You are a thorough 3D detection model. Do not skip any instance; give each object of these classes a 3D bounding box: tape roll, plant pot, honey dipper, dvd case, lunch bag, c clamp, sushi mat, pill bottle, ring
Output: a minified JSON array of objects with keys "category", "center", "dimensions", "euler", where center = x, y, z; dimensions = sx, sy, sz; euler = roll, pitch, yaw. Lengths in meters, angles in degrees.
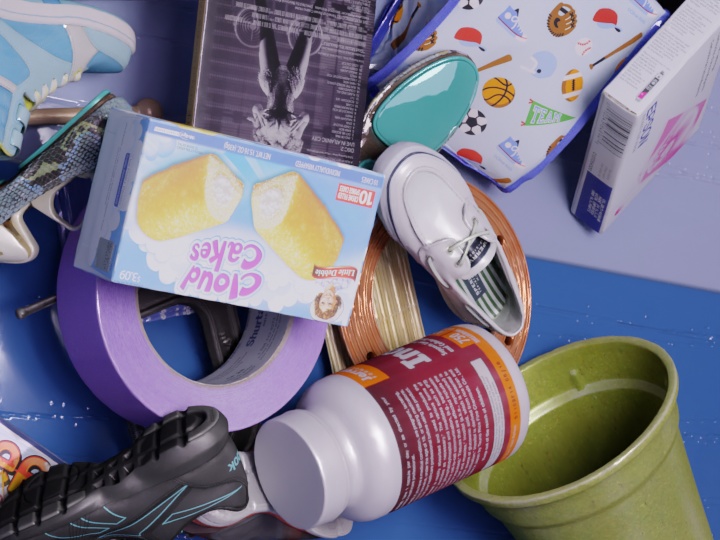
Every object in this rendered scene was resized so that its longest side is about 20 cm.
[{"category":"tape roll","center":[-0.121,0.018,1.618],"dimensions":[0.199,0.065,0.202],"euler":[2,86,-35]},{"category":"plant pot","center":[0.196,0.187,1.775],"dimensions":[0.200,0.200,0.185],"euler":[-40,118,-23]},{"category":"honey dipper","center":[-0.237,-0.115,1.626],"dimensions":[0.199,0.038,0.038],"euler":[-7,91,-31]},{"category":"dvd case","center":[-0.058,-0.140,1.613],"dimensions":[0.148,0.016,0.202],"euler":[7,88,-35]},{"category":"lunch bag","center":[0.115,-0.184,1.764],"dimensions":[0.169,0.124,0.201],"euler":[34,96,-23]},{"category":"c clamp","center":[-0.157,0.080,1.654],"dimensions":[0.170,0.027,0.201],"euler":[-30,112,-29]},{"category":"sushi mat","center":[0.000,0.000,1.754],"dimensions":[0.095,0.012,0.202],"euler":[-16,97,-37]},{"category":"pill bottle","center":[0.023,0.121,1.662],"dimensions":[0.199,0.113,0.114],"euler":[-20,98,-36]},{"category":"ring","center":[0.057,0.021,1.776],"dimensions":[0.199,0.019,0.202],"euler":[2,87,-36]}]

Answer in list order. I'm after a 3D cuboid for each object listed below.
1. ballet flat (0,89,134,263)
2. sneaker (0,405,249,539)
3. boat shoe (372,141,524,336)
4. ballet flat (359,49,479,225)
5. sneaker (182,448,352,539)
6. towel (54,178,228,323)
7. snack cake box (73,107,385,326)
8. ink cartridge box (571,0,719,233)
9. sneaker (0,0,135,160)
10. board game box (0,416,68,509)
[{"category":"ballet flat","center":[-0.235,-0.045,1.565],"dimensions":[0.199,0.074,0.074],"euler":[-37,107,9]},{"category":"sneaker","center":[-0.172,0.170,1.553],"dimensions":[0.199,0.076,0.080],"euler":[-23,116,9]},{"category":"boat shoe","center":[0.078,-0.024,1.700],"dimensions":[0.074,0.067,0.200],"euler":[-49,136,-9]},{"category":"ballet flat","center":[0.012,-0.093,1.707],"dimensions":[0.072,0.072,0.201],"euler":[40,83,-21]},{"category":"sneaker","center":[-0.089,0.174,1.683],"dimensions":[0.199,0.082,0.078],"euler":[16,56,-47]},{"category":"towel","center":[-0.139,-0.037,1.686],"dimensions":[0.199,0.024,0.146],"euler":[-9,91,-30]},{"category":"snack cake box","center":[-0.091,-0.035,1.548],"dimensions":[0.199,0.067,0.116],"euler":[11,93,-34]},{"category":"ink cartridge box","center":[0.257,-0.149,1.809],"dimensions":[0.043,0.197,0.200],"euler":[38,68,16]},{"category":"sneaker","center":[-0.242,-0.128,1.571],"dimensions":[0.199,0.079,0.132],"euler":[6,81,-47]},{"category":"board game box","center":[-0.286,0.171,1.589],"dimensions":[0.200,0.034,0.136],"euler":[37,72,-22]}]
